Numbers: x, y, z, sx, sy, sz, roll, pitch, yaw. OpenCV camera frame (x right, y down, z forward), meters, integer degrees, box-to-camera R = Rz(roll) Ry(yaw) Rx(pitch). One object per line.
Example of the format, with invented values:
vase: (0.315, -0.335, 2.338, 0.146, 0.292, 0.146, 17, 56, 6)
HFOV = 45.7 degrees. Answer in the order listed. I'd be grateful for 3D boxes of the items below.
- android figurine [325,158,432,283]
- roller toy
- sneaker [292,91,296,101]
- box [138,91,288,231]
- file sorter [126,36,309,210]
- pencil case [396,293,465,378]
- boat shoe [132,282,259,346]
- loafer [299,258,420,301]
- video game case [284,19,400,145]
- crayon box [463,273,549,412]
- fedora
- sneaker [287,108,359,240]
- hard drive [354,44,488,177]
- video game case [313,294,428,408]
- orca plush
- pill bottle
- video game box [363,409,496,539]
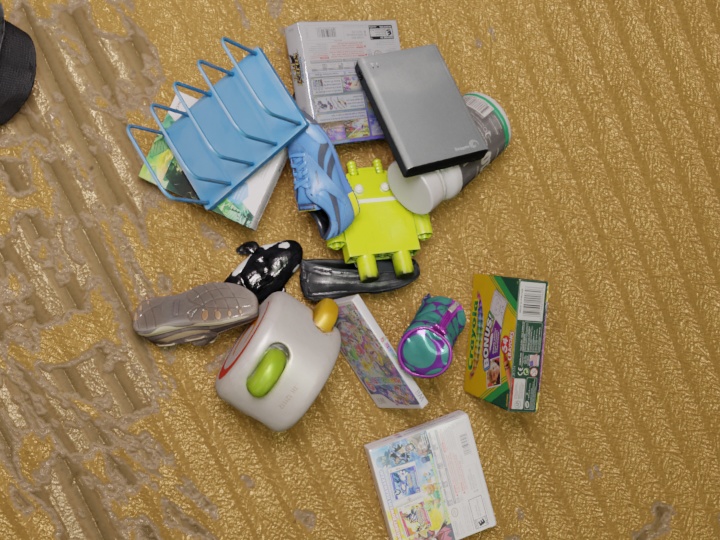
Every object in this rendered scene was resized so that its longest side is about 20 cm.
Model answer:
android figurine: (0.024, -0.082, 1.353, 0.179, 0.041, 0.203, -5, 73, -18)
roller toy: (-0.118, 0.138, 1.286, 0.139, 0.182, 0.202, 34, 50, -12)
sneaker: (-0.150, -0.199, 1.324, 0.094, 0.079, 0.202, 28, 83, 1)
box: (-0.217, -0.166, 1.282, 0.198, 0.036, 0.146, 24, 87, 12)
file sorter: (-0.201, -0.202, 1.182, 0.199, 0.122, 0.140, -37, 79, 17)
pencil case: (0.114, 0.099, 1.335, 0.085, 0.200, 0.093, 39, 108, 1)
boat shoe: (-0.242, 0.071, 1.289, 0.196, 0.074, 0.075, -7, 53, 12)
loafer: (0.000, 0.000, 1.365, 0.197, 0.068, 0.072, -8, 109, -10)
video game case: (-0.015, -0.290, 1.326, 0.198, 0.045, 0.185, -13, 96, -37)
crayon box: (0.231, 0.111, 1.378, 0.057, 0.172, 0.204, 5, 91, -17)
fedora: (-0.515, -0.276, 1.195, 0.091, 0.199, 0.204, 11, 90, -47)
sneaker: (-0.070, -0.138, 1.246, 0.078, 0.065, 0.202, -42, 119, -30)
hard drive: (0.090, -0.242, 1.281, 0.138, 0.033, 0.202, -15, 69, -20)
video game case: (0.013, 0.131, 1.339, 0.018, 0.143, 0.201, -38, 101, -27)
orca plush: (-0.174, 0.012, 1.321, 0.197, 0.071, 0.107, -16, 96, -13)
pill bottle: (0.139, -0.184, 1.347, 0.200, 0.113, 0.114, -42, 102, -26)
video game box: (0.117, 0.359, 1.425, 0.180, 0.047, 0.203, -17, 96, -15)
